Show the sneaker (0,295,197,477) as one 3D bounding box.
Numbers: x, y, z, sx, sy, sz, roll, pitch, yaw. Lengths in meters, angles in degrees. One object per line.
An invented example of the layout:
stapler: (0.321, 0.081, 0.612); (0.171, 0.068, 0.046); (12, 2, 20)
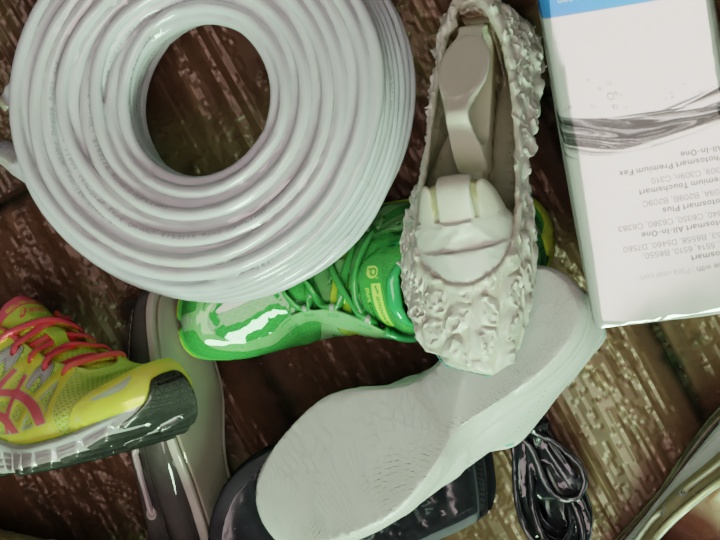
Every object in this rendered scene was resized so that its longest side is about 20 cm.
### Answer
sneaker: (-0.158, 0.056, 1.481); (0.200, 0.078, 0.091); (-12, 89, 49)

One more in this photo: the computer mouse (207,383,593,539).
computer mouse: (0.013, 0.114, 1.527); (0.200, 0.053, 0.139); (-21, 99, -11)

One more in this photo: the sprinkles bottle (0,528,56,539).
sprinkles bottle: (-0.144, 0.175, 1.510); (0.200, 0.068, 0.068); (8, 107, 32)

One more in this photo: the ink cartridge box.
ink cartridge box: (0.136, -0.087, 1.421); (0.084, 0.146, 0.200); (-8, 103, 5)

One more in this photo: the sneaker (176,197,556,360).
sneaker: (0.000, 0.000, 1.484); (0.200, 0.084, 0.074); (-15, 101, 5)

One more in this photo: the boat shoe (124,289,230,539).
boat shoe: (-0.099, 0.106, 1.532); (0.057, 0.067, 0.200); (-9, 101, 27)

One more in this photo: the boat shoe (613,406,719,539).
boat shoe: (0.165, 0.160, 1.523); (0.075, 0.068, 0.200); (24, 105, -2)

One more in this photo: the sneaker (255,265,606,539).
sneaker: (0.043, 0.080, 1.472); (0.200, 0.088, 0.075); (-35, 66, 10)

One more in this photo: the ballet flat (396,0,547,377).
ballet flat: (0.050, -0.049, 1.428); (0.072, 0.072, 0.200); (2, 64, 4)

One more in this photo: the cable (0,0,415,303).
cable: (-0.075, -0.085, 1.452); (0.200, 0.069, 0.200); (40, 95, 15)
